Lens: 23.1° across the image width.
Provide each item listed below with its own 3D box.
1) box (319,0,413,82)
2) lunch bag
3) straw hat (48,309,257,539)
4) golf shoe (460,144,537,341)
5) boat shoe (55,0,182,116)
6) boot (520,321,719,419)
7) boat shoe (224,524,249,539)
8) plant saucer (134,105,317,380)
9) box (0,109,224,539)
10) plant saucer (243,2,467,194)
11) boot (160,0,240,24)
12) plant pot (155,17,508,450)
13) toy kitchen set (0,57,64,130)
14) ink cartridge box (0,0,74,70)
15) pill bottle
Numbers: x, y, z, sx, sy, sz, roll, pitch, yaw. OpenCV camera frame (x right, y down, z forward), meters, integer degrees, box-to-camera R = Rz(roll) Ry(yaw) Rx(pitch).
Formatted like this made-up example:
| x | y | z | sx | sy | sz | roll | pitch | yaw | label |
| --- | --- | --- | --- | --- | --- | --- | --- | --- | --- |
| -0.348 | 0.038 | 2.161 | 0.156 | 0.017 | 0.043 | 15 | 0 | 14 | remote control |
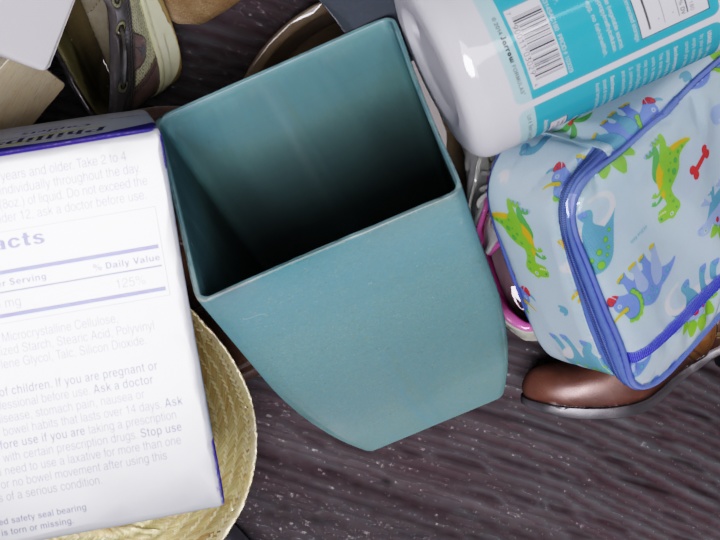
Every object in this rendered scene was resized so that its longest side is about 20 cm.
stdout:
| x | y | z | sx | sy | sz | roll | pitch | yaw | label |
| --- | --- | --- | --- | --- | --- | --- | --- | --- | --- |
| 0.052 | -0.220 | 0.987 | 0.200 | 0.141 | 0.079 | -35 | 130 | 6 | box |
| 0.171 | -0.042 | 0.985 | 0.200 | 0.082 | 0.161 | -40 | 127 | -26 | lunch bag |
| -0.158 | 0.085 | 1.018 | 0.201 | 0.085 | 0.201 | -2 | 101 | -10 | straw hat |
| 0.094 | -0.055 | 1.027 | 0.075 | 0.092 | 0.200 | -10 | 97 | 14 | golf shoe |
| -0.162 | -0.173 | 0.998 | 0.073 | 0.065 | 0.200 | 0 | 130 | 35 | boat shoe |
| 0.174 | -0.018 | 1.091 | 0.188 | 0.068 | 0.200 | -13 | 104 | 0 | boot |
| -0.097 | 0.197 | 1.131 | 0.066 | 0.072 | 0.200 | -42 | 111 | 2 | boat shoe |
| -0.109 | -0.003 | 1.064 | 0.200 | 0.035 | 0.201 | 0 | 122 | 0 | plant saucer |
| -0.178 | 0.031 | 0.906 | 0.184 | 0.105 | 0.200 | -10 | 102 | -7 | box |
| 0.018 | -0.076 | 1.086 | 0.200 | 0.029 | 0.200 | -1 | 105 | -3 | plant saucer |
| -0.140 | -0.227 | 1.021 | 0.075 | 0.074 | 0.200 | -38 | 106 | 16 | boot |
| 0.000 | 0.000 | 0.969 | 0.141 | 0.141 | 0.200 | -23 | 137 | 5 | plant pot |
| -0.243 | -0.042 | 1.055 | 0.200 | 0.163 | 0.180 | -49 | 134 | 1 | toy kitchen set |
| -0.259 | -0.181 | 0.921 | 0.146 | 0.200 | 0.084 | 20 | 91 | -48 | ink cartridge box |
| 0.125 | -0.146 | 0.910 | 0.200 | 0.111 | 0.111 | -25 | 104 | -4 | pill bottle |
